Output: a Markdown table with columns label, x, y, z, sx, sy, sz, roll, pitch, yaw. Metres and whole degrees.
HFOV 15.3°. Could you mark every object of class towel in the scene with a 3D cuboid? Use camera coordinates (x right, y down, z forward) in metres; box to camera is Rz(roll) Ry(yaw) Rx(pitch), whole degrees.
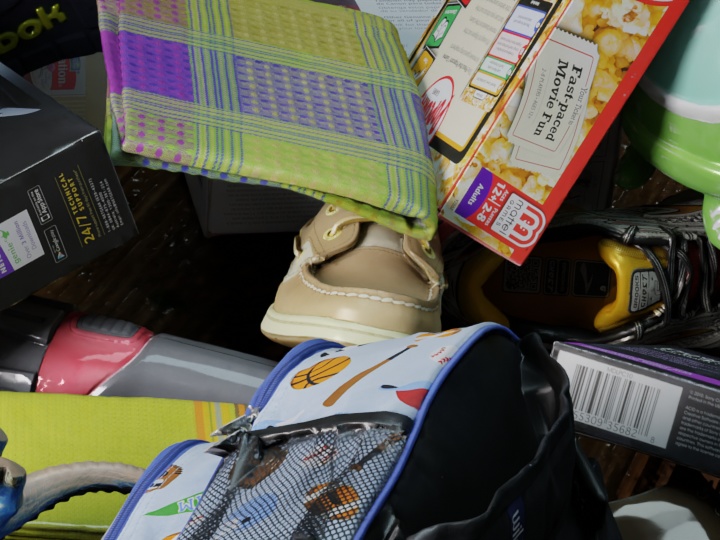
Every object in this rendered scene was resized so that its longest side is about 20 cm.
| label | x | y | z | sx | sy | sz | roll | pitch | yaw |
| --- | --- | --- | --- | --- | --- | --- | --- | --- | --- |
| towel | -0.085 | 0.074 | 0.974 | 0.199 | 0.018 | 0.086 | 4 | 31 | -9 |
| towel | -0.042 | -0.076 | 1.123 | 0.143 | 0.023 | 0.200 | 12 | 26 | -14 |

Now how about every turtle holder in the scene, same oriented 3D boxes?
| label | x | y | z | sx | sy | sz | roll | pitch | yaw |
| --- | --- | --- | --- | --- | --- | --- | --- | --- | --- |
| turtle holder | 0.183 | -0.098 | 1.149 | 0.141 | 0.132 | 0.186 | 3 | 25 | -2 |

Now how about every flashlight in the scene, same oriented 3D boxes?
| label | x | y | z | sx | sy | sz | roll | pitch | yaw |
| --- | --- | --- | --- | --- | --- | --- | --- | --- | --- |
| flashlight | -0.057 | 0.063 | 1.065 | 0.200 | 0.068 | 0.068 | 15 | 67 | 9 |

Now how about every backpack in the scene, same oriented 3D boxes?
| label | x | y | z | sx | sy | sz | roll | pitch | yaw |
| --- | --- | --- | --- | --- | --- | --- | --- | --- | --- |
| backpack | 0.009 | 0.114 | 0.860 | 0.154 | 0.200 | 0.191 | 2 | 35 | 29 |

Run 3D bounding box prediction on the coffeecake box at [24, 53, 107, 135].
| label | x | y | z | sx | sy | sz | roll | pitch | yaw |
| --- | --- | --- | --- | --- | --- | --- | --- | --- | --- |
| coffeecake box | -0.169 | -0.180 | 1.372 | 0.073 | 0.154 | 0.200 | -1 | 30 | -9 |

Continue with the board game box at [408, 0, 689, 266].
| label | x | y | z | sx | sy | sz | roll | pitch | yaw |
| --- | --- | --- | --- | --- | --- | --- | --- | --- | --- |
| board game box | 0.082 | -0.112 | 1.140 | 0.046 | 0.200 | 0.152 | 31 | 5 | -19 |

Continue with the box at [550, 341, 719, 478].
| label | x | y | z | sx | sy | sz | roll | pitch | yaw |
| --- | --- | --- | --- | --- | --- | --- | --- | --- | --- |
| box | 0.162 | 0.062 | 1.038 | 0.143 | 0.036 | 0.200 | 17 | 2 | 18 |

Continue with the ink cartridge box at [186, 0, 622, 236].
| label | x | y | z | sx | sy | sz | roll | pitch | yaw |
| --- | --- | --- | --- | --- | --- | --- | --- | --- | --- |
| ink cartridge box | 0.009 | -0.098 | 1.311 | 0.199 | 0.084 | 0.176 | -2 | 32 | -13 |

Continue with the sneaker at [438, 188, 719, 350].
| label | x | y | z | sx | sy | sz | roll | pitch | yaw |
| --- | --- | --- | --- | --- | --- | --- | --- | --- | --- |
| sneaker | 0.130 | 0.007 | 1.161 | 0.199 | 0.078 | 0.082 | -5 | 10 | -2 |

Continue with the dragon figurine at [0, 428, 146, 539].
| label | x | y | z | sx | sy | sz | roll | pitch | yaw |
| --- | --- | --- | --- | --- | --- | --- | --- | --- | --- |
| dragon figurine | -0.154 | 0.096 | 0.883 | 0.200 | 0.100 | 0.059 | 7 | 23 | -38 |

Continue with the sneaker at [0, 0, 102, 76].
| label | x | y | z | sx | sy | sz | roll | pitch | yaw |
| --- | --- | --- | --- | --- | --- | --- | --- | --- | --- |
| sneaker | -0.154 | -0.135 | 1.236 | 0.200 | 0.074 | 0.082 | -23 | 40 | -2 |

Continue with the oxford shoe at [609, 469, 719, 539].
| label | x | y | z | sx | sy | sz | roll | pitch | yaw |
| --- | --- | --- | --- | --- | --- | --- | --- | --- | --- |
| oxford shoe | 0.130 | 0.114 | 0.963 | 0.200 | 0.073 | 0.085 | 15 | 74 | 10 |

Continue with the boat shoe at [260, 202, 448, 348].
| label | x | y | z | sx | sy | sz | roll | pitch | yaw |
| --- | --- | --- | --- | --- | --- | --- | --- | --- | --- |
| boat shoe | 0.000 | 0.000 | 1.101 | 0.074 | 0.067 | 0.200 | 13 | 4 | -7 |

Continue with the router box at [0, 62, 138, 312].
| label | x | y | z | sx | sy | sz | roll | pitch | yaw |
| --- | --- | --- | --- | --- | --- | --- | --- | --- | --- |
| router box | -0.204 | -0.029 | 1.074 | 0.157 | 0.052 | 0.200 | -30 | 33 | -18 |
